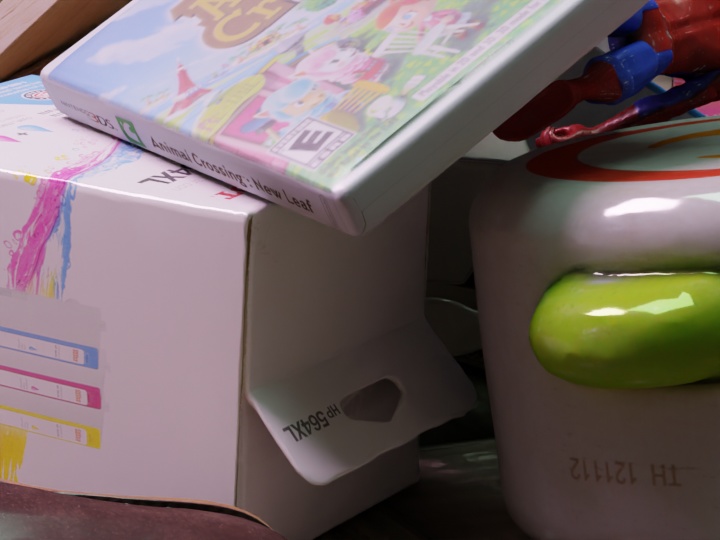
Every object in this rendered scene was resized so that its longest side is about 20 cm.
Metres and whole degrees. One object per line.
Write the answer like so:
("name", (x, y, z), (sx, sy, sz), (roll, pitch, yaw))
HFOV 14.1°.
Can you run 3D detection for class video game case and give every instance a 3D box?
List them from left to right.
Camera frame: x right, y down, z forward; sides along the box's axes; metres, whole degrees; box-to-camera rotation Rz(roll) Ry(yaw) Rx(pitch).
("video game case", (0.015, -0.098, 0.967), (0.200, 0.022, 0.182), (-40, 35, -20))

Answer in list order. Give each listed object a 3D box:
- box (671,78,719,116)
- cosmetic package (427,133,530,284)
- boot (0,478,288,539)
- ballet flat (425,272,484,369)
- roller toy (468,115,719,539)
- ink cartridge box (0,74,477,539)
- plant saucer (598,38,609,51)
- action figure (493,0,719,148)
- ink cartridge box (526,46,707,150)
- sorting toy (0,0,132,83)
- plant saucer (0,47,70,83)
("box", (0.265, -0.092, 1.492), (0.199, 0.095, 0.103), (7, 16, 16))
("cosmetic package", (-0.017, -0.092, 1.132), (0.105, 0.071, 0.201), (4, 47, -27))
("boot", (-0.091, 0.100, 0.789), (0.199, 0.073, 0.166), (-3, 14, -31))
("ballet flat", (0.000, 0.000, 1.187), (0.199, 0.068, 0.062), (10, 29, 27))
("roller toy", (0.134, 0.025, 0.967), (0.199, 0.141, 0.182), (-10, 10, -16))
("ink cartridge box", (-0.069, 0.016, 0.998), (0.199, 0.126, 0.128), (10, 18, 28))
("plant saucer", (0.075, -0.098, 1.513), (0.199, 0.050, 0.200), (-11, 2, 0))
("action figure", (0.076, -0.078, 1.069), (0.099, 0.066, 0.200), (-18, -2, 32))
("ink cartridge box", (0.033, -0.062, 1.263), (0.199, 0.086, 0.146), (11, -9, 42))
("sorting toy", (-0.133, -0.122, 1.332), (0.200, 0.070, 0.199), (-39, -13, 27))
("plant saucer", (-0.102, -0.028, 1.193), (0.199, 0.036, 0.201), (-14, 38, 11))
